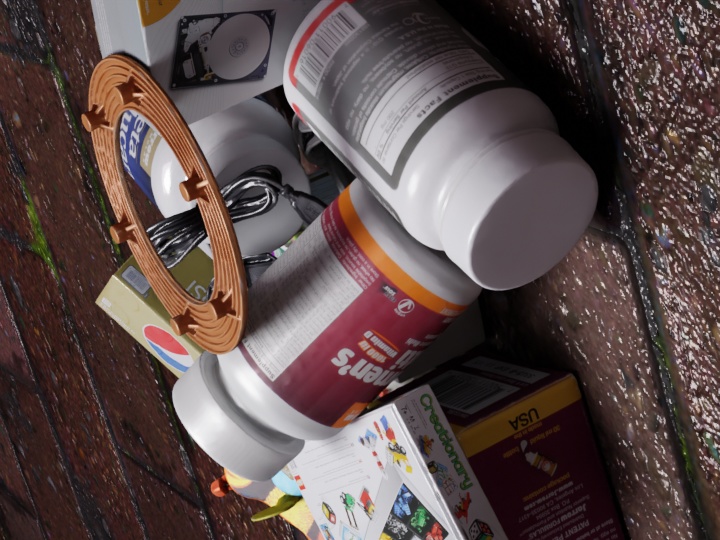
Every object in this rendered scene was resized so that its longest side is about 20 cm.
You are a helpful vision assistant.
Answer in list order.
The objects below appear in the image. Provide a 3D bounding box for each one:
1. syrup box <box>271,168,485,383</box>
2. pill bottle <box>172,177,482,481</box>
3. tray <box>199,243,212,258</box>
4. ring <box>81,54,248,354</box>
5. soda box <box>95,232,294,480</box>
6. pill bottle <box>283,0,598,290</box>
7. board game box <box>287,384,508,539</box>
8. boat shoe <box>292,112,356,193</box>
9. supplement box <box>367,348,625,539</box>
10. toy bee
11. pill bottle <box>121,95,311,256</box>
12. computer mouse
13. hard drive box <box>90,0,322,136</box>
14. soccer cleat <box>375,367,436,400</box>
[{"bbox_3d":[0.000,0.000,1.648,0.200,0.081,0.079,31,140,53],"label":"syrup box"},{"bbox_3d":[-0.024,0.039,1.483,0.110,0.200,0.110,38,-160,-17],"label":"pill bottle"},{"bbox_3d":[-0.084,0.014,1.816,0.107,0.022,0.200,24,-153,-49],"label":"tray"},{"bbox_3d":[-0.127,-0.038,1.435,0.200,0.019,0.201,49,153,36],"label":"ring"},{"bbox_3d":[-0.094,0.059,1.670,0.200,0.064,0.068,43,154,-1],"label":"soda box"},{"bbox_3d":[0.049,-0.084,1.397,0.200,0.114,0.114,48,153,37],"label":"pill bottle"},{"bbox_3d":[0.021,0.155,1.536,0.126,0.035,0.200,63,153,1],"label":"board game box"},{"bbox_3d":[-0.013,-0.100,1.590,0.200,0.065,0.074,55,157,25],"label":"boat shoe"},{"bbox_3d":[0.102,0.169,1.562,0.131,0.103,0.200,13,124,61],"label":"supplement box"},{"bbox_3d":[-0.057,0.156,1.786,0.109,0.131,0.200,-45,61,27],"label":"toy bee"},{"bbox_3d":[-0.109,-0.086,1.655,0.200,0.111,0.111,-135,28,-56],"label":"pill bottle"},{"bbox_3d":[-0.041,0.009,1.566,0.140,0.046,0.200,-34,110,33],"label":"computer mouse"},{"bbox_3d":[-0.067,-0.198,1.426,0.077,0.200,0.156,42,150,43],"label":"hard drive box"},{"bbox_3d":[0.030,0.074,1.688,0.200,0.078,0.069,27,147,28],"label":"soccer cleat"}]
